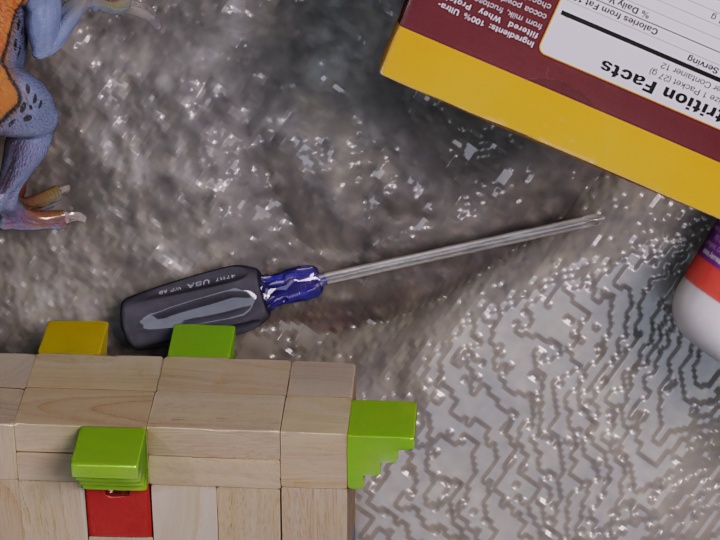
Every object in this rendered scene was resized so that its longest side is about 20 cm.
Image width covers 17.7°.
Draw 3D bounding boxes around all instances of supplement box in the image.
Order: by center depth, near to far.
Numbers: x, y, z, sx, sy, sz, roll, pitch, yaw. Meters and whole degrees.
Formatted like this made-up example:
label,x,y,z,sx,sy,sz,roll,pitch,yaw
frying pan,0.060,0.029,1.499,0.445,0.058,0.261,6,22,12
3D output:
label,x,y,z,sx,sy,sz,roll,pitch,yaw
supplement box,0.116,-0.161,0.790,0.133,0.197,0.200,23,121,-1

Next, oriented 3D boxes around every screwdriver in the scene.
label,x,y,z,sx,sy,sz,roll,pitch,yaw
screwdriver,0.000,0.000,0.932,0.200,0.029,0.028,-13,96,1

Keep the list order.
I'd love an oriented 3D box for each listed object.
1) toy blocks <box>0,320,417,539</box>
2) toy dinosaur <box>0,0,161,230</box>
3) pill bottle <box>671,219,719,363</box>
label,x,y,z,sx,sy,sz,roll,pitch,yaw
toy blocks,-0.078,0.105,0.911,0.200,0.100,0.137,1,120,3
toy dinosaur,-0.129,-0.088,0.864,0.105,0.200,0.182,11,134,-5
pill bottle,0.211,-0.038,0.874,0.112,0.112,0.200,30,96,-2
